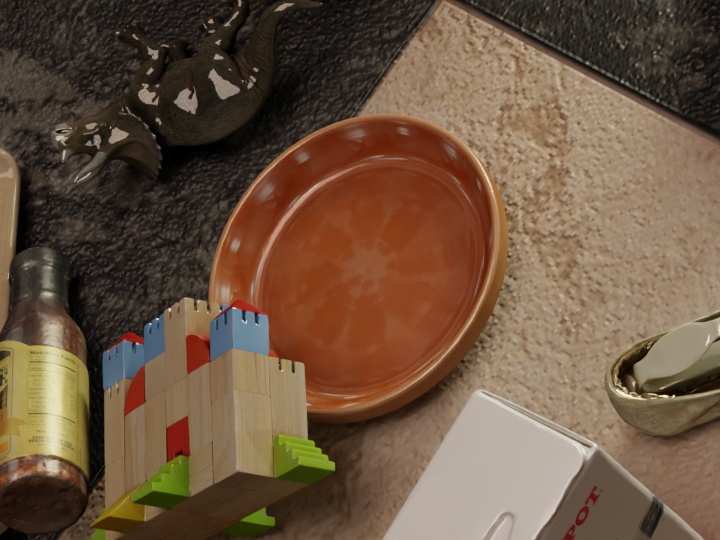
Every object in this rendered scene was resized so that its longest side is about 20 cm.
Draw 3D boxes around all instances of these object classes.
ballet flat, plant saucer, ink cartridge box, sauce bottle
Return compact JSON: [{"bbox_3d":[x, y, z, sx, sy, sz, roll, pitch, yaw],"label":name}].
[{"bbox_3d":[0.227,0.037,1.465,0.200,0.062,0.067,-27,56,16],"label":"ballet flat"},{"bbox_3d":[0.000,0.000,1.636,0.200,0.032,0.200,-12,62,24],"label":"plant saucer"},{"bbox_3d":[0.094,0.169,1.391,0.084,0.200,0.145,27,82,37],"label":"ink cartridge box"},{"bbox_3d":[-0.203,0.072,1.689,0.066,0.066,0.200,-25,43,18],"label":"sauce bottle"}]

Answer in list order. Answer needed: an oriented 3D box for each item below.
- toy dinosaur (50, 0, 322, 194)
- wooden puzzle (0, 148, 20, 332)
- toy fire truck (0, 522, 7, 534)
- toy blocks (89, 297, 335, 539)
[{"bbox_3d":[-0.102,-0.119,1.741,0.200,0.077,0.102,-17,71,17],"label":"toy dinosaur"},{"bbox_3d":[-0.315,0.025,1.791,0.185,0.037,0.200,-11,61,16],"label":"wooden puzzle"},{"bbox_3d":[-0.230,0.227,1.619,0.176,0.129,0.200,-4,75,28],"label":"toy fire truck"},{"bbox_3d":[-0.095,0.081,1.593,0.200,0.100,0.137,-31,54,48],"label":"toy blocks"}]
